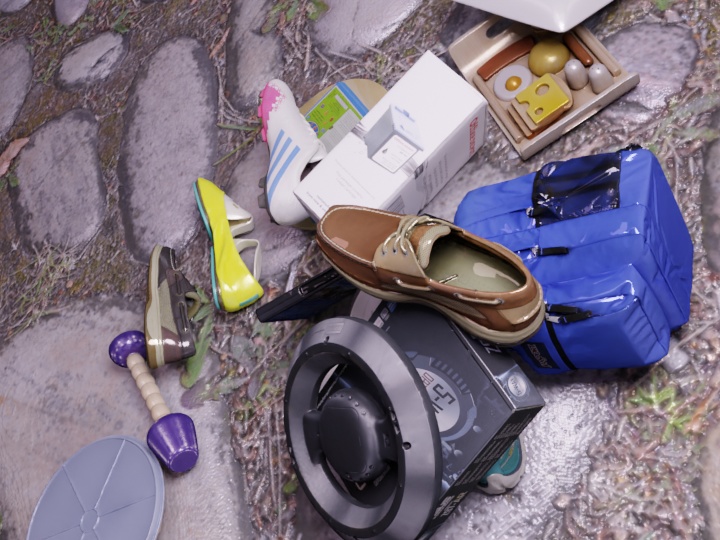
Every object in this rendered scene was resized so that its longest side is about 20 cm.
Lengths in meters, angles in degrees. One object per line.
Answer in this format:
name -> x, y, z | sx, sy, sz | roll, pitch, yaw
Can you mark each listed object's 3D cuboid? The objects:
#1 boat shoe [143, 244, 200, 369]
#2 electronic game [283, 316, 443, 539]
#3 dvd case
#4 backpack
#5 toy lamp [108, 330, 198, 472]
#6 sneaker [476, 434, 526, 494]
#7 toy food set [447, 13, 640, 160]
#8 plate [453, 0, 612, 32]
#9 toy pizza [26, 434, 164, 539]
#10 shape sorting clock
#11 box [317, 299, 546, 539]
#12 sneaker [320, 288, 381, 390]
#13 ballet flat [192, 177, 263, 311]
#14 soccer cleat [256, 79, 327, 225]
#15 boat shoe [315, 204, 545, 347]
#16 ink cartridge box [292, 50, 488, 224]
boat shoe -> -0.226, 0.042, 1.110 | 0.065, 0.073, 0.202 | 1, 36, -10
electronic game -> -0.003, 0.140, 0.781 | 0.199, 0.041, 0.203 | 14, 108, 48
dvd case -> 0.000, 0.000, 0.945 | 0.198, 0.142, 0.018 | -29, 81, 14
backpack -> 0.170, -0.001, 0.804 | 0.198, 0.163, 0.169 | -6, 47, 33
toy lamp -> -0.235, 0.149, 1.053 | 0.058, 0.058, 0.200 | -41, 46, 3
sneaker -> 0.101, 0.104, 0.847 | 0.077, 0.080, 0.202 | -29, 50, 14
toy food set -> 0.194, -0.226, 1.007 | 0.143, 0.060, 0.201 | -34, 48, 10
plate -> 0.213, -0.344, 1.035 | 0.199, 0.033, 0.199 | -36, 45, -24
toy pizza -> -0.291, 0.282, 1.021 | 0.198, 0.032, 0.203 | -17, 53, 24
shape sorting clock -> -0.034, -0.142, 1.115 | 0.198, 0.039, 0.203 | -18, 56, 27
box -> 0.046, 0.120, 0.791 | 0.161, 0.043, 0.201 | 55, 127, 31
sneaker -> 0.037, 0.084, 0.887 | 0.115, 0.075, 0.202 | 42, 116, 33
ballet flat -> -0.158, -0.037, 1.124 | 0.066, 0.067, 0.202 | -15, 54, -3
soccer cleat -> -0.073, -0.143, 1.081 | 0.085, 0.070, 0.203 | -12, 61, 15
boat shoe -> 0.055, -0.013, 0.724 | 0.198, 0.074, 0.076 | 22, 64, 22
ink cartridge box -> 0.037, -0.109, 0.965 | 0.086, 0.146, 0.200 | 42, 87, 12
